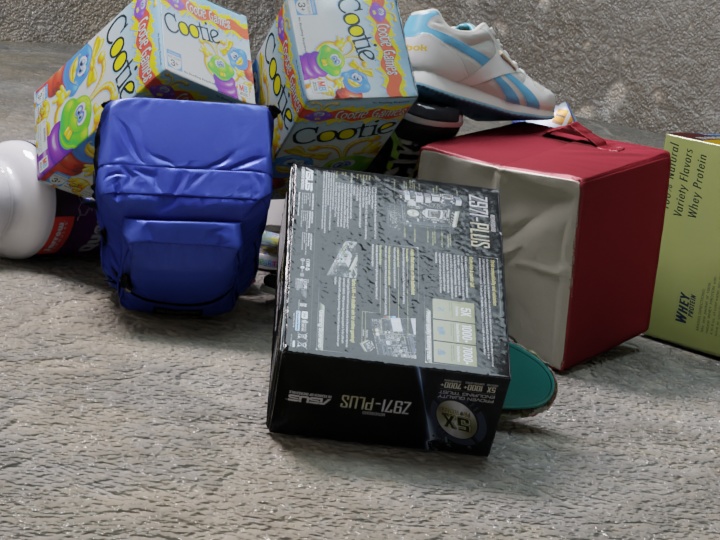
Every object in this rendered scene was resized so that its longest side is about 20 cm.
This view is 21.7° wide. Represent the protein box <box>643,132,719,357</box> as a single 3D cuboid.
[{"bbox_3d":[0.392,-0.017,1.789,0.199,0.200,0.134,17,14,43],"label":"protein box"}]

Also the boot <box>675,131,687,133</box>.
[{"bbox_3d":[0.429,-0.080,2.255,0.073,0.156,0.199,-1,14,-39],"label":"boot"}]

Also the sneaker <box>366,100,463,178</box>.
[{"bbox_3d":[0.043,-0.105,1.756,0.071,0.083,0.200,7,-10,-14],"label":"sneaker"}]

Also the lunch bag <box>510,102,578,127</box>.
[{"bbox_3d":[0.210,-0.067,1.929,0.075,0.201,0.160,-18,-3,-4],"label":"lunch bag"}]

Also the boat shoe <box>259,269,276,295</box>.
[{"bbox_3d":[0.001,0.000,1.772,0.198,0.067,0.074,4,9,-20],"label":"boat shoe"}]

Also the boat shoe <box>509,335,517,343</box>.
[{"bbox_3d":[0.061,0.009,1.621,0.200,0.066,0.072,34,-13,26],"label":"boat shoe"}]

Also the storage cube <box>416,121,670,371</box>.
[{"bbox_3d":[0.160,-0.029,1.707,0.170,0.201,0.179,14,19,31],"label":"storage cube"}]

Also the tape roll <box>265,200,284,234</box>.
[{"bbox_3d":[-0.002,-0.046,1.884,0.201,0.037,0.203,8,-3,0],"label":"tape roll"}]

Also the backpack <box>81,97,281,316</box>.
[{"bbox_3d":[-0.162,-0.043,1.643,0.161,0.169,0.200,8,-23,-5],"label":"backpack"}]

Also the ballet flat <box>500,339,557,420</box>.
[{"bbox_3d":[0.050,0.075,1.440,0.199,0.076,0.064,13,-23,-2],"label":"ballet flat"}]

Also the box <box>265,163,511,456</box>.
[{"bbox_3d":[0.020,0.026,1.370,0.163,0.086,0.201,6,43,-6],"label":"box"}]

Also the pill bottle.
[{"bbox_3d":[-0.293,-0.069,1.804,0.112,0.113,0.199,17,14,39],"label":"pill bottle"}]

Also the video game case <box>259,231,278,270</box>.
[{"bbox_3d":[-0.076,-0.019,1.952,0.199,0.018,0.143,10,12,13],"label":"video game case"}]

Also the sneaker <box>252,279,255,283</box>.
[{"bbox_3d":[-0.149,-0.074,1.797,0.080,0.201,0.075,-10,-23,-38],"label":"sneaker"}]

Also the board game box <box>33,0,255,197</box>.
[{"bbox_3d":[-0.199,-0.155,1.712,0.104,0.104,0.200,19,-40,-37],"label":"board game box"}]

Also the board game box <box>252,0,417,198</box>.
[{"bbox_3d":[-0.037,-0.153,1.693,0.102,0.106,0.200,-4,-22,-21],"label":"board game box"}]

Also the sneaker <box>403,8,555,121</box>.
[{"bbox_3d":[0.114,-0.184,1.742,0.076,0.081,0.199,1,-9,44],"label":"sneaker"}]
